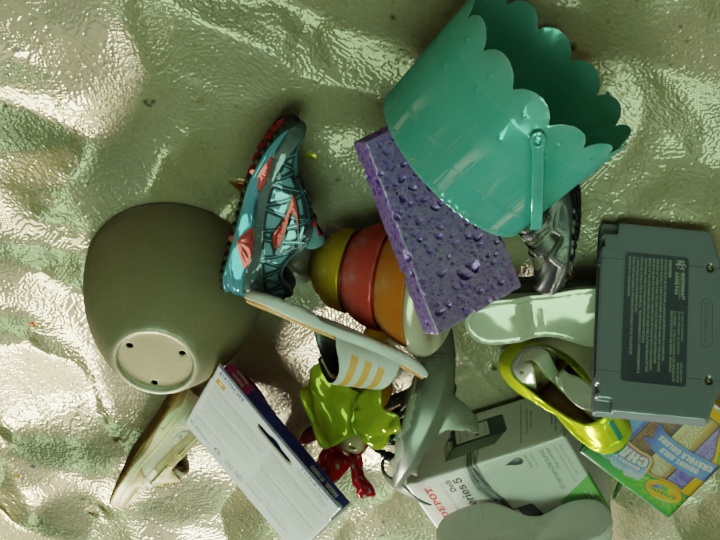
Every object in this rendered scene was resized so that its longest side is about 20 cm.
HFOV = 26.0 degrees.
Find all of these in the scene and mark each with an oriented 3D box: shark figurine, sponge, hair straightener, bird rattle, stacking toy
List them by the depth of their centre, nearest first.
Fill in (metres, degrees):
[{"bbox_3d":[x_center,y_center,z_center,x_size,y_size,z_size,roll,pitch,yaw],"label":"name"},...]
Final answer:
[{"bbox_3d":[0.076,-0.053,1.502,0.030,0.111,0.202,2,115,61],"label":"sponge"},{"bbox_3d":[0.000,0.000,1.607,0.198,0.147,0.147,12,133,21],"label":"stacking toy"},{"bbox_3d":[0.079,0.172,1.667,0.088,0.128,0.217,15,107,1],"label":"shark figurine"},{"bbox_3d":[0.005,0.153,1.686,0.111,0.165,0.201,10,152,11],"label":"bird rattle"},{"bbox_3d":[0.029,0.181,1.786,0.199,0.041,0.077,-27,106,18],"label":"hair straightener"}]

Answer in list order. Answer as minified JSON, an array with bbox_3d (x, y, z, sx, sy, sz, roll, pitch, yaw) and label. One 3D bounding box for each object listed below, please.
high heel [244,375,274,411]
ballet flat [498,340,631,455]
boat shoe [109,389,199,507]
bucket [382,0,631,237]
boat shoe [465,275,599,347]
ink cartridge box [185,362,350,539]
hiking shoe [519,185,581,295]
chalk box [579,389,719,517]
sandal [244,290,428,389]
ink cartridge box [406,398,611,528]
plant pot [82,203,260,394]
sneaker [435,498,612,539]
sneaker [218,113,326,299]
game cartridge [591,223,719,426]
[{"bbox_3d":[-0.124,0.191,1.816,0.067,0.096,0.201,-41,148,-13],"label":"high heel"},{"bbox_3d":[0.208,0.117,1.629,0.067,0.200,0.067,-42,135,-7],"label":"ballet flat"},{"bbox_3d":[-0.231,0.220,1.824,0.069,0.074,0.200,29,126,-11],"label":"boat shoe"},{"bbox_3d":[0.128,-0.139,1.391,0.206,0.208,0.135,35,118,-22],"label":"bucket"},{"bbox_3d":[0.210,0.037,1.636,0.199,0.060,0.073,-1,119,5],"label":"boat shoe"},{"bbox_3d":[-0.096,0.196,1.666,0.197,0.043,0.200,49,151,7],"label":"ink cartridge box"},{"bbox_3d":[0.169,-0.068,1.552,0.099,0.076,0.202,5,122,12],"label":"hiking shoe"},{"bbox_3d":[0.324,0.164,1.671,0.123,0.125,0.200,36,125,-2],"label":"chalk box"},{"bbox_3d":[-0.032,0.080,1.565,0.205,0.079,0.060,23,88,-16],"label":"sandal"},{"bbox_3d":[0.170,0.234,1.787,0.198,0.085,0.146,-20,125,21],"label":"ink cartridge box"},{"bbox_3d":[-0.206,0.050,1.640,0.198,0.135,0.202,3,131,4],"label":"plant pot"},{"bbox_3d":[0.185,0.311,1.754,0.197,0.076,0.089,-4,142,7],"label":"sneaker"},{"bbox_3d":[-0.074,-0.060,1.554,0.094,0.080,0.202,17,118,-3],"label":"sneaker"},{"bbox_3d":[0.300,0.054,1.560,0.131,0.202,0.042,7,160,-3],"label":"game cartridge"}]
